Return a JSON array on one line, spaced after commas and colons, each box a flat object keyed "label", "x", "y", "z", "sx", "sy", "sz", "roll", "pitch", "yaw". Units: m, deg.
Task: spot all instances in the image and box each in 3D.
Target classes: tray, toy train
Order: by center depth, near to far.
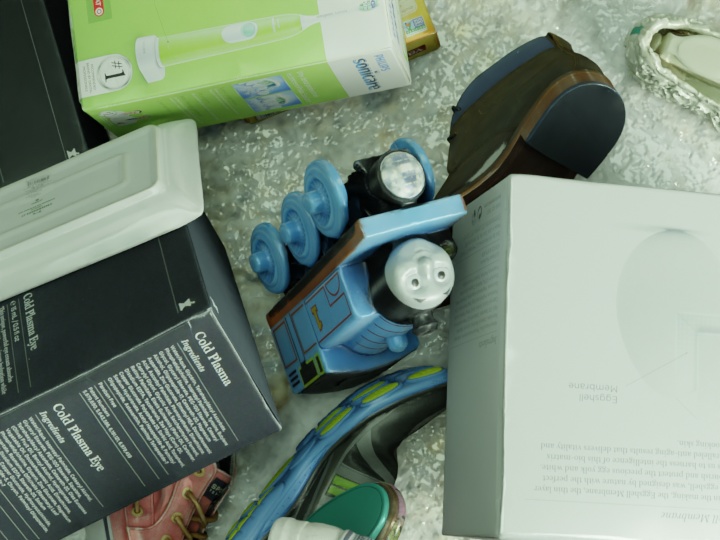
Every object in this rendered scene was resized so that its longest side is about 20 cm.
[{"label": "toy train", "x": 0.000, "y": 0.000, "z": 0.971, "sx": 0.086, "sy": 0.200, "sz": 0.115, "roll": -16, "pitch": 78, "yaw": -26}, {"label": "tray", "x": -0.190, "y": -0.033, "z": 0.975, "sx": 0.199, "sy": 0.022, "sz": 0.108, "roll": -22, "pitch": 36, "yaw": 7}]

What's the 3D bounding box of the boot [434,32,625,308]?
[{"label": "boot", "x": 0.085, "y": -0.064, "z": 1.041, "sx": 0.075, "sy": 0.097, "sz": 0.200, "roll": 34, "pitch": 112, "yaw": -28}]

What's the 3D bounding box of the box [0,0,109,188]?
[{"label": "box", "x": -0.259, "y": -0.132, "z": 1.081, "sx": 0.140, "sy": 0.079, "sz": 0.202, "roll": -19, "pitch": 78, "yaw": 7}]

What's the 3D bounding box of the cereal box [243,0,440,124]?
[{"label": "cereal box", "x": -0.047, "y": -0.217, "z": 1.088, "sx": 0.143, "sy": 0.040, "sz": 0.201, "roll": -22, "pitch": 78, "yaw": 4}]

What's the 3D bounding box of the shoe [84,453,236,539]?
[{"label": "shoe", "x": -0.120, "y": 0.157, "z": 1.015, "sx": 0.090, "sy": 0.071, "sz": 0.202, "roll": -18, "pitch": 74, "yaw": 9}]

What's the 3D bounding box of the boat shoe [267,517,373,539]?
[{"label": "boat shoe", "x": -0.046, "y": 0.216, "z": 0.892, "sx": 0.069, "sy": 0.071, "sz": 0.201, "roll": 20, "pitch": 126, "yaw": 7}]

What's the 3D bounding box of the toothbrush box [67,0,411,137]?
[{"label": "toothbrush box", "x": -0.079, "y": -0.178, "z": 1.023, "sx": 0.198, "sy": 0.086, "sz": 0.147, "roll": -11, "pitch": 79, "yaw": 9}]

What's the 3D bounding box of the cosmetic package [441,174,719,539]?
[{"label": "cosmetic package", "x": 0.159, "y": 0.062, "z": 0.946, "sx": 0.198, "sy": 0.123, "sz": 0.202, "roll": 5, "pitch": 79, "yaw": -12}]

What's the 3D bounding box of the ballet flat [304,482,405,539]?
[{"label": "ballet flat", "x": -0.037, "y": 0.203, "z": 0.957, "sx": 0.200, "sy": 0.069, "sz": 0.071, "roll": -41, "pitch": 121, "yaw": 11}]

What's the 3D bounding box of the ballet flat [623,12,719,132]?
[{"label": "ballet flat", "x": 0.258, "y": -0.109, "z": 1.020, "sx": 0.199, "sy": 0.072, "sz": 0.072, "roll": 23, "pitch": 83, "yaw": 10}]

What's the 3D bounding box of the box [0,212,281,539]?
[{"label": "box", "x": -0.164, "y": 0.042, "z": 0.974, "sx": 0.181, "sy": 0.104, "sz": 0.201, "roll": -27, "pitch": 37, "yaw": 3}]

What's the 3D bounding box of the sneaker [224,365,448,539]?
[{"label": "sneaker", "x": -0.008, "y": 0.140, "z": 1.014, "sx": 0.083, "sy": 0.071, "sz": 0.200, "roll": 42, "pitch": 86, "yaw": -6}]
